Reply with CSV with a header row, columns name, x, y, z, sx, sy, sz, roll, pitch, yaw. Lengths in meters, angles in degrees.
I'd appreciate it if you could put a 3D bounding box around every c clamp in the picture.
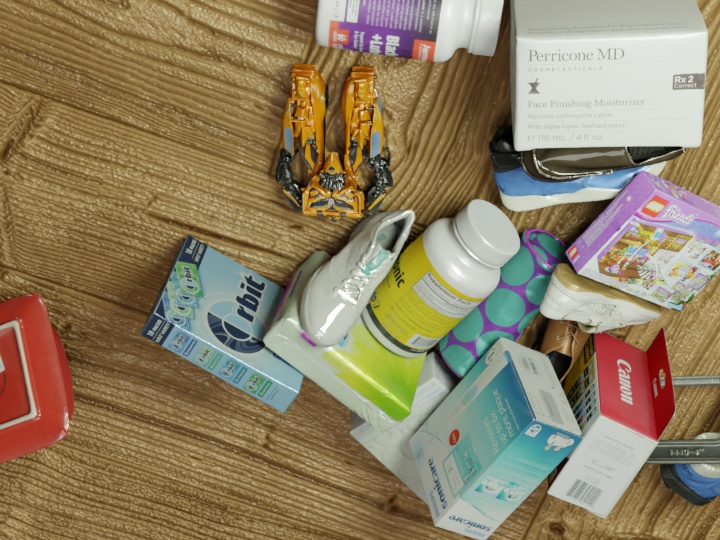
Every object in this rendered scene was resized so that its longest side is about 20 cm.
name,x,y,z,sx,sy,sz,roll,pitch,yaw
c clamp,0.423,0.164,1.759,0.199,0.172,0.027,-9,159,20

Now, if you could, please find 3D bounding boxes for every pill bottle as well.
name,x,y,z,sx,sy,sz,roll,pitch,yaw
pill bottle,0.099,0.007,1.681,0.111,0.112,0.200,36,124,-14
pill bottle,0.055,-0.291,1.534,0.198,0.112,0.112,8,119,1

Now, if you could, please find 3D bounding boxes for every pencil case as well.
name,x,y,z,sx,sy,sz,roll,pitch,yaw
pencil case,0.185,0.046,1.723,0.092,0.085,0.200,37,117,3

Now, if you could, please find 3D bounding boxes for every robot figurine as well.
name,x,y,z,sx,sy,sz,roll,pitch,yaw
robot figurine,-0.033,-0.145,1.652,0.144,0.058,0.201,3,118,5

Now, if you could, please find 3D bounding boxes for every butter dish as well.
name,x,y,z,sx,sy,sz,roll,pitch,yaw
butter dish,-0.448,0.153,1.816,0.199,0.148,0.201,-21,75,18

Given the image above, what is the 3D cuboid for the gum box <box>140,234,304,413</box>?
name,x,y,z,sx,sy,sz,roll,pitch,yaw
gum box,-0.155,0.063,1.714,0.199,0.170,0.045,30,124,-10

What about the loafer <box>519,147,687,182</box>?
name,x,y,z,sx,sy,sz,roll,pitch,yaw
loafer,0.274,-0.144,1.535,0.199,0.071,0.074,-12,94,-7

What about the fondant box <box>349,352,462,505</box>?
name,x,y,z,sx,sy,sz,roll,pitch,yaw
fondant box,0.102,0.219,1.830,0.144,0.058,0.200,-35,118,21

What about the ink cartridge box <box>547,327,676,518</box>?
name,x,y,z,sx,sy,sz,roll,pitch,yaw
ink cartridge box,0.304,0.167,1.711,0.083,0.200,0.176,24,119,-7

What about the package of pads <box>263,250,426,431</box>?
name,x,y,z,sx,sy,sz,roll,pitch,yaw
package of pads,-0.012,0.085,1.724,0.200,0.155,0.068,39,126,-13

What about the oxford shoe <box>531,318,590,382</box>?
name,x,y,z,sx,sy,sz,roll,pitch,yaw
oxford shoe,0.265,0.068,1.735,0.071,0.071,0.201,17,115,-1

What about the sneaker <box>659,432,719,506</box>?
name,x,y,z,sx,sy,sz,roll,pitch,yaw
sneaker,0.486,0.264,1.825,0.199,0.077,0.111,8,151,-25

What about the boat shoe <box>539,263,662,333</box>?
name,x,y,z,sx,sy,sz,roll,pitch,yaw
boat shoe,0.284,0.041,1.669,0.199,0.071,0.070,13,120,-42

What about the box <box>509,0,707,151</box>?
name,x,y,z,sx,sy,sz,roll,pitch,yaw
box,0.260,-0.228,1.498,0.197,0.200,0.132,-1,119,6

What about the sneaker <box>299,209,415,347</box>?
name,x,y,z,sx,sy,sz,roll,pitch,yaw
sneaker,0.000,0.000,1.645,0.075,0.201,0.088,40,152,-16

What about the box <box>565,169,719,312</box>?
name,x,y,z,sx,sy,sz,roll,pitch,yaw
box,0.355,-0.031,1.639,0.199,0.039,0.137,19,123,-39

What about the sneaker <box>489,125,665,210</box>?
name,x,y,z,sx,sy,sz,roll,pitch,yaw
sneaker,0.248,-0.142,1.607,0.199,0.077,0.112,-10,128,18

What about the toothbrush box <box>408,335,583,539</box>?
name,x,y,z,sx,sy,sz,roll,pitch,yaw
toothbrush box,0.160,0.206,1.694,0.085,0.147,0.200,21,122,-29
